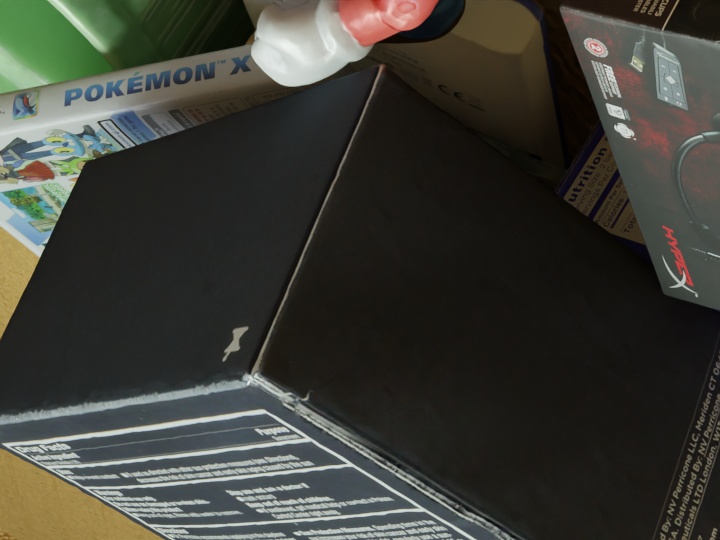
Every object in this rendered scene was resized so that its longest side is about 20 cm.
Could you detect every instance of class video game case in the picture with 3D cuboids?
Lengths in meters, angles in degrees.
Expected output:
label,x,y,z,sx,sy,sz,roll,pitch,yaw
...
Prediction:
label,x,y,z,sx,sy,sz,roll,pitch,yaw
video game case,-0.058,-0.029,0.986,0.182,0.022,0.200,-9,154,21

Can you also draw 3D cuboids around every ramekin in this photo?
label,x,y,z,sx,sy,sz,roll,pitch,yaw
ramekin,-0.133,-0.137,1.009,0.200,0.098,0.200,33,162,12

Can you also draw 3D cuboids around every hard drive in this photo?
label,x,y,z,sx,sy,sz,roll,pitch,yaw
hard drive,0.019,-0.076,0.945,0.132,0.025,0.200,25,166,17

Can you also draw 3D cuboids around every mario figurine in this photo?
label,x,y,z,sx,sy,sz,roll,pitch,yaw
mario figurine,0.004,-0.132,0.727,0.200,0.106,0.124,108,146,-84

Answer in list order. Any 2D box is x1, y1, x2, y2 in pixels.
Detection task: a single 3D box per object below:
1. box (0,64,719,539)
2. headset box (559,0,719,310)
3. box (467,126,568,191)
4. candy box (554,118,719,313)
label,x,y,z,sx,sy,sz,roll,pitch,yaw
box,0.004,0.042,0.829,0.198,0.124,0.200,33,155,-28
headset box,0.175,-0.036,0.690,0.199,0.077,0.149,18,154,31
box,0.000,0.000,0.971,0.137,0.040,0.200,19,150,-35
candy box,0.183,0.028,0.865,0.200,0.077,0.169,22,158,42
